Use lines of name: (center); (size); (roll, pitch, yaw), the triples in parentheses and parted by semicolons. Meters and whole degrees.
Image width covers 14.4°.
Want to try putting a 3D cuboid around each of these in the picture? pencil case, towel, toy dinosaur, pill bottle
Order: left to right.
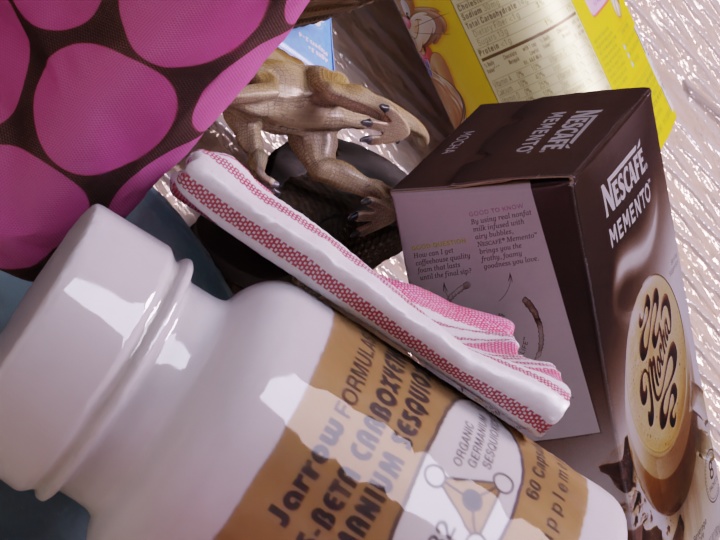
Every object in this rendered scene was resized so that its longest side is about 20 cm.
pencil case: (-0.077, -0.089, 0.916); (0.090, 0.200, 0.094); (13, 42, -46)
pill bottle: (-0.025, 0.069, 0.906); (0.199, 0.114, 0.115); (33, 36, -9)
toy dinosaur: (-0.018, -0.065, 1.142); (0.199, 0.058, 0.101); (8, 29, -40)
towel: (0.000, 0.000, 0.986); (0.146, 0.030, 0.200); (33, 0, -4)

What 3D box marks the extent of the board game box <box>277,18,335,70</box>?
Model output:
board game box: (-0.075, -0.182, 1.226); (0.151, 0.036, 0.201); (32, 40, -38)

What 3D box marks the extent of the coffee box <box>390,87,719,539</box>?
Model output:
coffee box: (0.084, 0.039, 1.159); (0.113, 0.079, 0.201); (-45, 127, -58)

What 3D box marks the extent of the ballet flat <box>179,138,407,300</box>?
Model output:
ballet flat: (-0.026, -0.010, 1.153); (0.067, 0.047, 0.200); (33, 23, 9)

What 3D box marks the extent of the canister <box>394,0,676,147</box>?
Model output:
canister: (0.067, -0.132, 1.316); (0.201, 0.086, 0.149); (64, 21, -10)

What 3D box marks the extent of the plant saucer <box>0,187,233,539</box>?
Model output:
plant saucer: (-0.113, 0.030, 0.981); (0.200, 0.036, 0.201); (33, 39, -32)

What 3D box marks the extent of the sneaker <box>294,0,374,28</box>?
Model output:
sneaker: (-0.062, -0.151, 1.116); (0.200, 0.070, 0.109); (-11, 83, -61)
